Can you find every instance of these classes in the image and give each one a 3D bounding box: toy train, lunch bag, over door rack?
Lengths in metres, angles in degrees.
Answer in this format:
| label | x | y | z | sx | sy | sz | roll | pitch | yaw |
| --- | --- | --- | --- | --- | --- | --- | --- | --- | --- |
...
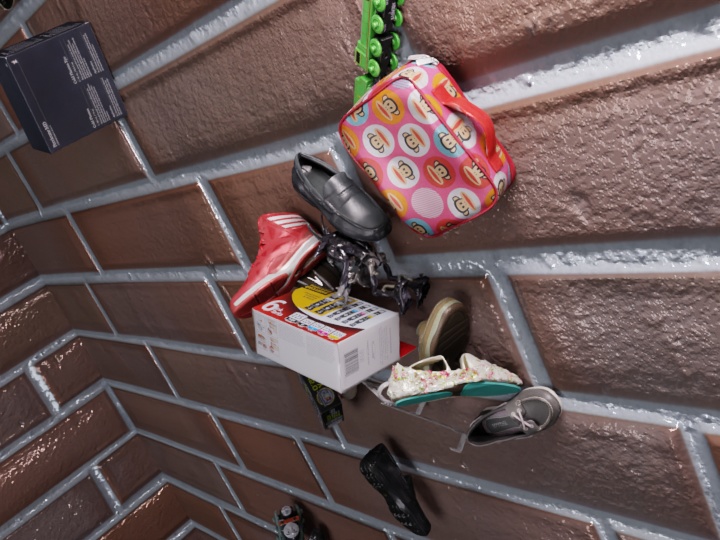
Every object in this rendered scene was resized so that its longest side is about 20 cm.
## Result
| label | x | y | z | sx | sy | sz | roll | pitch | yaw |
| --- | --- | --- | --- | --- | --- | --- | --- | --- | --- |
| toy train | 0.019 | -0.273 | 1.003 | 0.056 | 0.042 | 0.201 | 47 | 150 | 31 |
| toy train | -0.182 | 0.715 | 2.166 | 0.201 | 0.084 | 0.114 | 88 | 163 | -45 |
| lunch bag | 0.086 | -0.149 | 0.967 | 0.200 | 0.082 | 0.176 | 51 | 139 | -11 |
| over door rack | 0.076 | 0.195 | 1.292 | 0.200 | 0.067 | 0.148 | 38 | 178 | -31 |

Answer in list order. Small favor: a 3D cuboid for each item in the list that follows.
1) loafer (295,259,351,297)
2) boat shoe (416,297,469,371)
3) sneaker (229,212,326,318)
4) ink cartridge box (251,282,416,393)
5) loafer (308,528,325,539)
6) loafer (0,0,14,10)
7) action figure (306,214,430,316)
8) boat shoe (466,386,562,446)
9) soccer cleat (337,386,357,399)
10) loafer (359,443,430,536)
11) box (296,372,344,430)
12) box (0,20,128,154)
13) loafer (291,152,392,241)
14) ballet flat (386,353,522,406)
| label | x | y | z | sx | sy | sz | roll | pitch | yaw |
| --- | --- | --- | --- | --- | --- | --- | --- | --- | --- |
| loafer | -0.098 | 0.012 | 1.404 | 0.200 | 0.071 | 0.073 | 38 | 146 | 25 |
| boat shoe | 0.112 | 0.104 | 1.224 | 0.076 | 0.071 | 0.201 | 51 | 151 | 35 |
| sneaker | -0.158 | -0.016 | 1.352 | 0.116 | 0.200 | 0.079 | 45 | 164 | 24 |
| ink cartridge box | -0.039 | 0.091 | 1.257 | 0.199 | 0.175 | 0.085 | 17 | 119 | 41 |
| loafer | -0.101 | 0.759 | 2.143 | 0.070 | 0.068 | 0.202 | 11 | 129 | 20 |
| loafer | -0.746 | -0.617 | 1.669 | 0.070 | 0.075 | 0.200 | 40 | 153 | 0 |
| action figure | 0.000 | 0.000 | 1.220 | 0.199 | 0.119 | 0.103 | 33 | 127 | 19 |
| boat shoe | 0.225 | 0.226 | 1.195 | 0.067 | 0.057 | 0.200 | 52 | 149 | 2 |
| soccer cleat | -0.024 | 0.173 | 1.475 | 0.201 | 0.077 | 0.070 | 71 | -177 | -49 |
| loafer | 0.079 | 0.427 | 1.564 | 0.201 | 0.070 | 0.068 | 54 | 148 | -9 |
| box | -0.087 | 0.206 | 1.514 | 0.161 | 0.044 | 0.200 | 61 | 171 | 18 |
| box | -0.595 | -0.364 | 1.596 | 0.104 | 0.182 | 0.201 | 17 | 133 | 45 |
| loafer | -0.033 | -0.110 | 1.200 | 0.200 | 0.068 | 0.071 | 37 | 153 | 31 |
| ballet flat | 0.135 | 0.152 | 1.164 | 0.076 | 0.198 | 0.064 | 102 | 162 | -65 |
